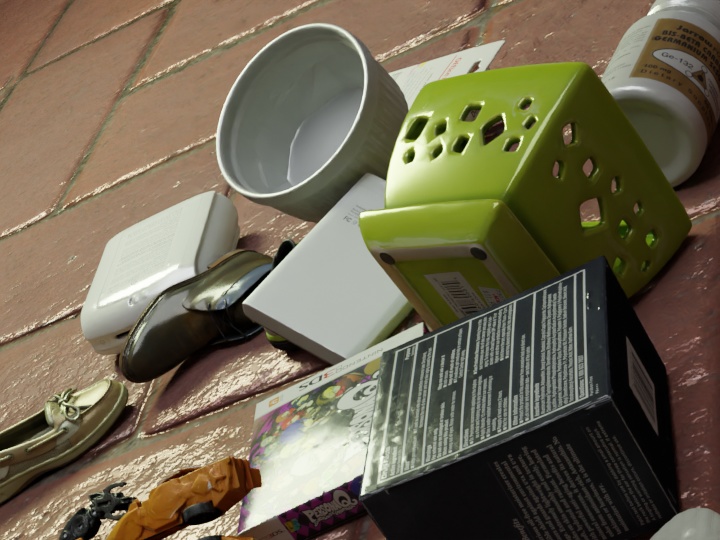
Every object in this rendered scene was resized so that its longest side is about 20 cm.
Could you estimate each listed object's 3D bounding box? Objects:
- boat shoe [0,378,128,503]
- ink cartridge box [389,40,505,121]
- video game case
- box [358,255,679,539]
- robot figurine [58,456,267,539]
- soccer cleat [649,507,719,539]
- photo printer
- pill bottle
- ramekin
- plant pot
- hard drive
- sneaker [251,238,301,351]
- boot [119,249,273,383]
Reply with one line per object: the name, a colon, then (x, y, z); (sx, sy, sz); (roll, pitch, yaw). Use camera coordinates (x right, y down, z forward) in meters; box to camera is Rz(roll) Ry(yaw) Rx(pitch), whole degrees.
boat shoe: (-0.331, 0.167, 1.896); (0.200, 0.063, 0.073); (-33, 24, 2)
ink cartridge box: (0.076, -0.176, 2.029); (0.200, 0.067, 0.117); (-12, 31, 41)
video game case: (-0.016, 0.144, 1.589); (0.181, 0.036, 0.200); (-27, 25, 17)
box: (0.119, 0.118, 1.366); (0.198, 0.123, 0.200); (-23, 24, 19)
robot figurine: (-0.163, 0.236, 1.525); (0.200, 0.058, 0.145); (-27, 65, 26)
soccer cleat: (0.177, 0.215, 1.172); (0.069, 0.078, 0.200); (-5, 37, 47)
photo printer: (-0.221, 0.008, 2.049); (0.166, 0.070, 0.200); (-25, 26, 18)
pill bottle: (0.285, -0.175, 1.716); (0.114, 0.115, 0.200); (-14, 31, 36)
ramekin: (-0.042, -0.144, 1.917); (0.200, 0.105, 0.201); (-19, 56, 31)
plant pot: (0.129, -0.038, 1.567); (0.199, 0.200, 0.182); (-3, 46, 48)
hard drive: (0.000, 0.000, 1.774); (0.132, 0.027, 0.200); (27, 57, 25)
sneaker: (-0.040, -0.007, 1.839); (0.072, 0.083, 0.200); (-8, 34, 42)
boot: (-0.156, 0.045, 1.897); (0.200, 0.075, 0.097); (-43, 23, -25)
